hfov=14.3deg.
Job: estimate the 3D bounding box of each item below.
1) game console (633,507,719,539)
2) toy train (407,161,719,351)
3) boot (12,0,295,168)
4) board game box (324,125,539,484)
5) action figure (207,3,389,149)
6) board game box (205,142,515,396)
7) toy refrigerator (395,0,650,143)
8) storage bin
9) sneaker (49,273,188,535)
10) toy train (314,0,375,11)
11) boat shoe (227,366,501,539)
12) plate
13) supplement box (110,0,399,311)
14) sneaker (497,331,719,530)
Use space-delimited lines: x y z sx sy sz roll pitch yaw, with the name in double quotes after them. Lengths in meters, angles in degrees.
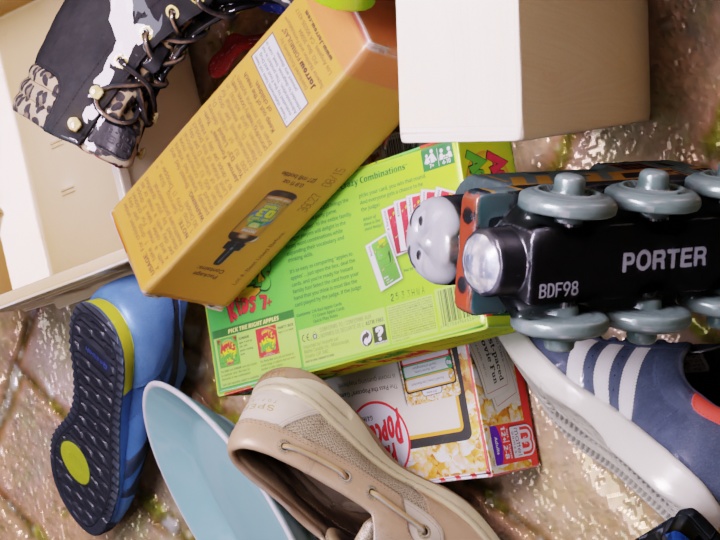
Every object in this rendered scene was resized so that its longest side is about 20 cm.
0.184 0.228 1.377 0.200 0.118 0.171 48 131 -5 "game console"
0.119 -0.014 1.402 0.114 0.199 0.086 17 109 53 "toy train"
-0.106 -0.127 1.563 0.199 0.073 0.151 27 92 42 "boot"
0.012 0.023 1.599 0.151 0.046 0.201 -11 87 41 "board game box"
-0.025 -0.121 1.583 0.199 0.099 0.065 -1 130 39 "action figure"
0.000 0.000 1.540 0.199 0.047 0.102 -16 80 41 "board game box"
0.081 -0.106 1.416 0.070 0.200 0.077 0 96 23 "toy refrigerator"
-0.191 -0.085 1.732 0.198 0.093 0.201 -19 83 40 "storage bin"
-0.138 0.081 1.733 0.066 0.078 0.201 41 139 27 "sneaker"
-0.002 -0.178 1.399 0.085 0.199 0.116 39 125 30 "toy train"
0.007 0.141 1.550 0.200 0.065 0.071 42 138 -12 "boat shoe"
-0.061 0.146 1.639 0.200 0.025 0.201 49 158 27 "plate"
-0.046 -0.067 1.509 0.200 0.066 0.069 -48 53 26 "supplement box"
0.147 0.060 1.481 0.084 0.075 0.200 -42 43 -6 "sneaker"
